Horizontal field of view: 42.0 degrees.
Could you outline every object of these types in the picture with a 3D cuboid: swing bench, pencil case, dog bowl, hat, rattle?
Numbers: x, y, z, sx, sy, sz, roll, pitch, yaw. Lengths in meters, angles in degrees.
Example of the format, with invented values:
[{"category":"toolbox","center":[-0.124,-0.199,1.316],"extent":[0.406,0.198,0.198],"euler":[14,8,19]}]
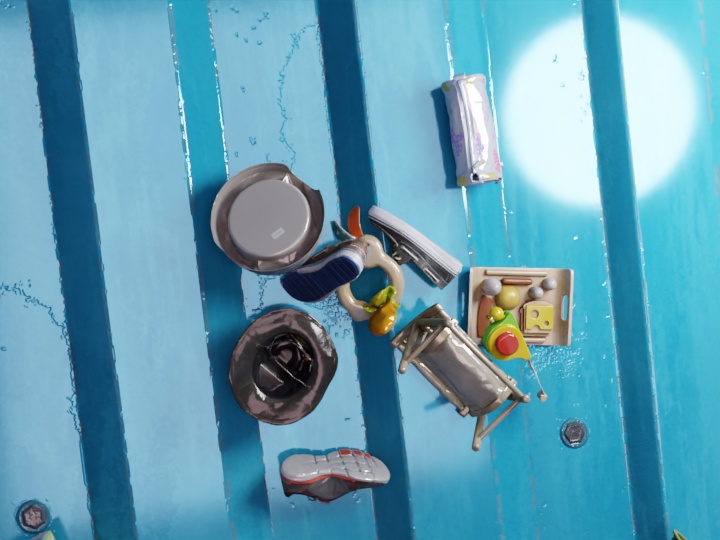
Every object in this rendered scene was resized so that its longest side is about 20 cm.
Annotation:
[{"category":"swing bench","center":[0.166,0.172,1.626],"extent":[0.130,0.200,0.199],"euler":[-44,98,6]},{"category":"pencil case","center":[0.198,-0.249,1.679],"extent":[0.083,0.090,0.202],"euler":[-8,92,32]},{"category":"dog bowl","center":[-0.154,-0.083,1.611],"extent":[0.198,0.059,0.202],"euler":[-2,70,6]},{"category":"hat","center":[-0.142,0.166,1.646],"extent":[0.199,0.081,0.203],"euler":[0,89,-17]},{"category":"rattle","center":[0.000,0.000,1.630],"extent":[0.129,0.143,0.202],"euler":[-5,104,23]}]

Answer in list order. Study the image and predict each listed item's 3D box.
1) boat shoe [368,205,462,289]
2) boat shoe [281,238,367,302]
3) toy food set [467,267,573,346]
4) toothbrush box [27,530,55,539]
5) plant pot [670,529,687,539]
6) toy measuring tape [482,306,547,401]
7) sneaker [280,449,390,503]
[{"category":"boat shoe","center":[0.088,-0.037,1.676],"extent":[0.199,0.072,0.071],"euler":[36,94,-4]},{"category":"boat shoe","center":[-0.056,-0.001,1.620],"extent":[0.072,0.199,0.073],"euler":[51,47,-19]},{"category":"toy food set","center":[0.291,0.067,1.717],"extent":[0.198,0.060,0.145],"euler":[1,91,-8]},{"category":"toothbrush box","center":[-0.558,0.572,1.592],"extent":[0.145,0.086,0.201],"euler":[-23,96,-7]},{"category":"plant pot","center":[0.582,0.619,1.730],"extent":[0.190,0.200,0.200],"euler":[-44,97,8]},{"category":"toy measuring tape","center":[0.268,0.157,1.676],"extent":[0.073,0.074,0.201],"euler":[-27,105,-7]},{"category":"sneaker","center":[-0.048,0.375,1.682],"extent":[0.198,0.077,0.083],"euler":[4,118,-8]}]
